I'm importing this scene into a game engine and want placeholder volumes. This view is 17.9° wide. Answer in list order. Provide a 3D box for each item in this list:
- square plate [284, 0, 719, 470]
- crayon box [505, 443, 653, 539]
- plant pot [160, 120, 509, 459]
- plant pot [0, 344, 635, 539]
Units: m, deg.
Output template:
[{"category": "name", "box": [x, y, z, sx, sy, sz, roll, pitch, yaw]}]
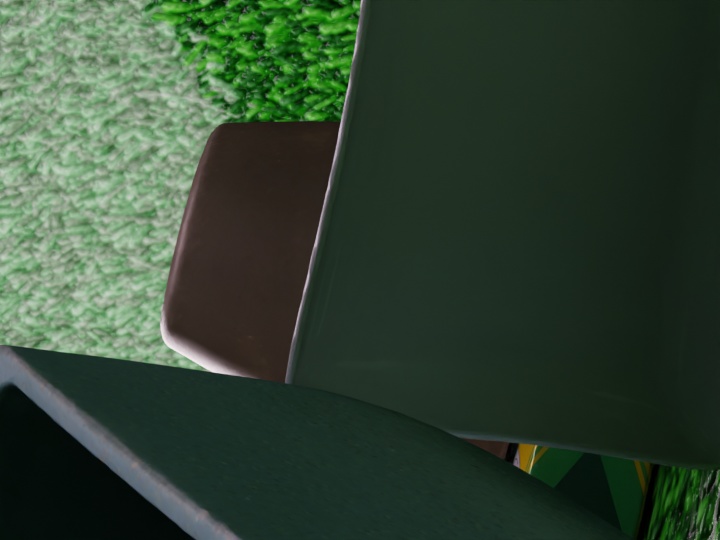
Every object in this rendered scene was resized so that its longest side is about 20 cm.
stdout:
[{"category": "square plate", "box": [0.066, -0.039, 0.766, 0.028, 0.200, 0.199, 13, 93, 53]}, {"category": "crayon box", "box": [0.100, 0.080, 1.087, 0.200, 0.058, 0.173, -81, 1, -79]}, {"category": "plant pot", "box": [0.000, 0.000, 1.119, 0.200, 0.174, 0.201, 15, -90, -89]}, {"category": "plant pot", "box": [0.008, 0.141, 0.644, 0.196, 0.200, 0.196, 29, 113, 55]}]
